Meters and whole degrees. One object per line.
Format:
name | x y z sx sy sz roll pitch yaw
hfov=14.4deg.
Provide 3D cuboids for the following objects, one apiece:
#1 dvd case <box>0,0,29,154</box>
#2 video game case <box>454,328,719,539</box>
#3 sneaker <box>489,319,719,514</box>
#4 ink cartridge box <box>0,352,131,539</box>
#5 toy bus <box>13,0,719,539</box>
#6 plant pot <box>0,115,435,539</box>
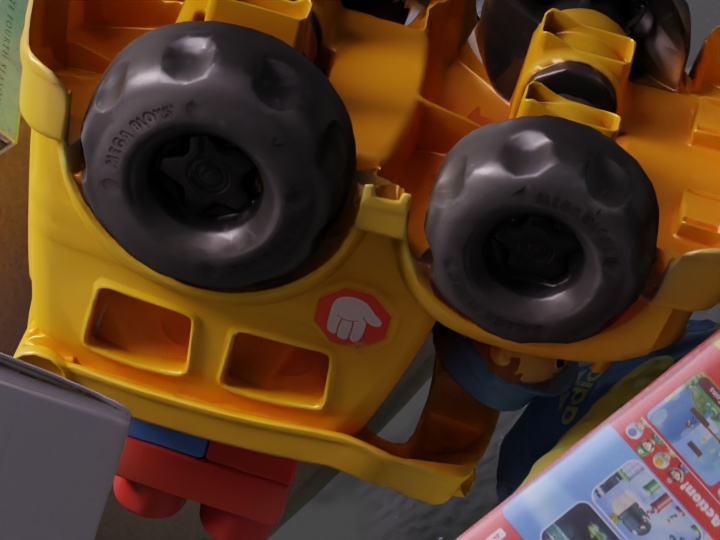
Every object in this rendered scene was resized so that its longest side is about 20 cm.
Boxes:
dvd case | -0.174 -0.058 0.910 0.199 0.022 0.147 -28 43 32
video game case | 0.137 0.064 0.701 0.200 0.017 0.143 -37 66 -10
sneaker | 0.114 0.030 0.804 0.199 0.076 0.105 -27 27 12
ink cartridge box | -0.166 0.077 0.771 0.199 0.083 0.148 14 84 49
toy bus | 0.000 0.000 0.803 0.199 0.193 0.136 15 35 2
plant pot | -0.122 0.022 0.958 0.199 0.200 0.178 10 62 52
